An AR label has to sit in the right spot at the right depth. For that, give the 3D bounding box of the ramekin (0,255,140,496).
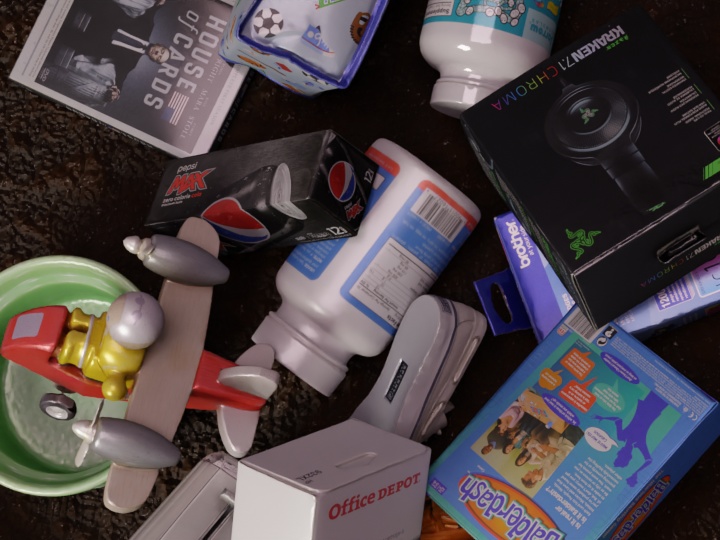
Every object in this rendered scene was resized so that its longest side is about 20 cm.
[{"bbox_3d":[-0.245,0.093,1.755,0.200,0.098,0.200,-2,81,10],"label":"ramekin"}]

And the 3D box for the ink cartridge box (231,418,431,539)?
[{"bbox_3d":[-0.028,0.230,1.590,0.084,0.145,0.200,19,112,34],"label":"ink cartridge box"}]

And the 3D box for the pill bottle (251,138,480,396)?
[{"bbox_3d":[0.000,0.000,1.717,0.112,0.112,0.200,37,89,14],"label":"pill bottle"}]

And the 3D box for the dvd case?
[{"bbox_3d":[-0.191,-0.194,1.828,0.200,0.025,0.151,25,87,14],"label":"dvd case"}]

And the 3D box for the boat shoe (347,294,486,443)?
[{"bbox_3d":[0.045,0.114,1.710,0.071,0.070,0.200,45,116,53],"label":"boat shoe"}]

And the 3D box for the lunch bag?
[{"bbox_3d":[-0.023,-0.251,1.722,0.124,0.170,0.200,24,86,-11],"label":"lunch bag"}]

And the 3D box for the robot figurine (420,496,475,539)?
[{"bbox_3d":[0.105,0.223,1.656,0.200,0.058,0.145,-21,60,27],"label":"robot figurine"}]

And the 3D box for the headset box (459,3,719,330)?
[{"bbox_3d":[0.204,-0.077,1.617,0.174,0.093,0.200,-31,55,0],"label":"headset box"}]

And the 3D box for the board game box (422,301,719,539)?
[{"bbox_3d":[0.162,0.140,1.596,0.200,0.045,0.152,-47,55,-3],"label":"board game box"}]

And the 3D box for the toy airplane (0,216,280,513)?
[{"bbox_3d":[-0.159,0.068,1.619,0.199,0.141,0.200,-29,62,-16],"label":"toy airplane"}]

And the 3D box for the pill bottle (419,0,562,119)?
[{"bbox_3d":[0.113,-0.227,1.732,0.111,0.111,0.200,11,84,12],"label":"pill bottle"}]

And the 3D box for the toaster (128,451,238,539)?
[{"bbox_3d":[-0.115,0.235,1.676,0.114,0.200,0.129,35,71,14],"label":"toaster"}]

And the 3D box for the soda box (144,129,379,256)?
[{"bbox_3d":[-0.084,-0.060,1.709,0.200,0.063,0.071,-8,55,43],"label":"soda box"}]

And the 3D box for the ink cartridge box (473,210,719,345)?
[{"bbox_3d":[0.197,-0.002,1.701,0.200,0.076,0.137,-22,78,8],"label":"ink cartridge box"}]
